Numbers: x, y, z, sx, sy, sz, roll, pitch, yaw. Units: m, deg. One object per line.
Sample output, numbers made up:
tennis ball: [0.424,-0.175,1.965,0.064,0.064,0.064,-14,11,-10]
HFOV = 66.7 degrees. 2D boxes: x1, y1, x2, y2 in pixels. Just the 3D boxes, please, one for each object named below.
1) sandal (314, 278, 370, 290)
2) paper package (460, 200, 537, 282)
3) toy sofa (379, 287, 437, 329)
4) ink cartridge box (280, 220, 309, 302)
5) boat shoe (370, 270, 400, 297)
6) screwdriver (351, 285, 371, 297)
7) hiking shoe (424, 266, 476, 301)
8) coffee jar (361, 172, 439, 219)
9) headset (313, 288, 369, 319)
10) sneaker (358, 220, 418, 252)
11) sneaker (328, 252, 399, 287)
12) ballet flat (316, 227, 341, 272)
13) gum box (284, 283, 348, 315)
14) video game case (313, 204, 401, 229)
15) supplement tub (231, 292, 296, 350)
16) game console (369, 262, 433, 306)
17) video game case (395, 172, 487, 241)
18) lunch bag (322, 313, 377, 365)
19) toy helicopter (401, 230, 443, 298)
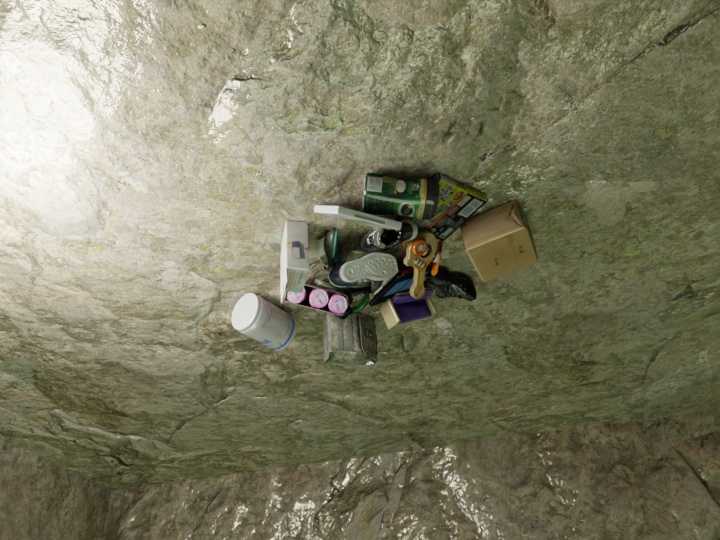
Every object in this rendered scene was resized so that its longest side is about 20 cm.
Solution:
sandal: [-0.059,0.029,1.731,0.197,0.059,0.079,-3,-176,-34]
paper package: [0.407,-0.081,1.601,0.187,0.106,0.200,-21,141,19]
toy sofa: [0.169,0.124,1.808,0.197,0.084,0.097,-7,155,-42]
ink cartridge box: [-0.183,-0.021,1.516,0.065,0.204,0.118,5,144,-15]
boat shoe: [0.070,0.025,1.712,0.071,0.061,0.202,-27,165,-25]
screwdriver: [0.002,0.066,1.730,0.028,0.030,0.199,-33,169,17]
hiking shoe: [0.295,0.054,1.810,0.197,0.077,0.100,26,144,-24]
coffee jar: [0.103,-0.189,1.401,0.194,0.087,0.105,6,147,0]
headset: [-0.067,0.099,1.832,0.195,0.095,0.125,-12,144,-18]
sneaker: [0.060,-0.092,1.525,0.197,0.068,0.090,-15,-178,38]
sneaker: [0.000,0.000,1.610,0.195,0.083,0.146,-10,178,-26]
ballet flat: [-0.094,-0.053,1.605,0.066,0.069,0.202,5,145,6]
gum box: [-0.135,0.086,1.708,0.195,0.068,0.113,14,179,-6]
video game case: [-0.011,-0.140,1.426,0.178,0.024,0.199,12,-178,-23]
supplement tub: [-0.319,0.174,1.829,0.130,0.135,0.199,-26,140,27]
game console: [0.134,0.041,1.720,0.175,0.031,0.200,-22,162,-44]
video game case: [0.223,-0.170,1.519,0.177,0.026,0.200,17,140,-28]
lunch bag: [-0.030,0.240,1.929,0.194,0.168,0.118,6,146,-16]
toy helicopter: [0.182,-0.016,1.592,0.129,0.079,0.205,-6,113,-27]
